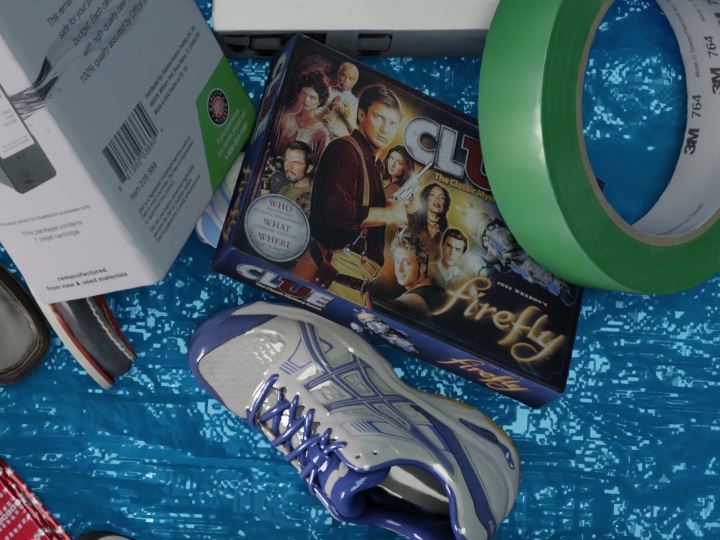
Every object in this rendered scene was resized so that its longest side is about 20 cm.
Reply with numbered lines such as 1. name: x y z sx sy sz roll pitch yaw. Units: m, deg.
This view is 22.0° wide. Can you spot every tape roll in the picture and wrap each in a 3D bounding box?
1. tape roll: 0.149 -0.089 0.996 0.199 0.048 0.202 -5 98 -41

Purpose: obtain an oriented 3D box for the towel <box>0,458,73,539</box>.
1. towel: -0.200 0.212 1.023 0.144 0.022 0.200 -42 89 -4

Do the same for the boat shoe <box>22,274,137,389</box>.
1. boat shoe: -0.169 -0.032 1.021 0.062 0.071 0.201 -28 84 -8

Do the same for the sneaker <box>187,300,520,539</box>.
1. sneaker: -0.009 0.086 0.996 0.199 0.088 0.076 25 123 6

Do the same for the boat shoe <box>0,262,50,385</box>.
1. boat shoe: -0.258 -0.006 1.009 0.199 0.073 0.075 36 85 0

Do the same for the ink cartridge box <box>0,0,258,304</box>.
1. ink cartridge box: -0.150 -0.109 0.933 0.084 0.146 0.201 -10 123 31

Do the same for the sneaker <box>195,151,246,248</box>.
1. sneaker: 0.000 0.000 1.036 0.199 0.072 0.072 30 56 -12

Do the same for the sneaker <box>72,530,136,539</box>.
1. sneaker: -0.075 0.205 0.993 0.200 0.080 0.074 40 53 -3

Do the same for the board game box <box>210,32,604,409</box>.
1. board game box: 0.030 -0.026 0.998 0.199 0.035 0.136 23 62 -18

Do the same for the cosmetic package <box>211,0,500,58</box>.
1. cosmetic package: 0.017 -0.147 1.032 0.198 0.083 0.051 -1 88 -3
